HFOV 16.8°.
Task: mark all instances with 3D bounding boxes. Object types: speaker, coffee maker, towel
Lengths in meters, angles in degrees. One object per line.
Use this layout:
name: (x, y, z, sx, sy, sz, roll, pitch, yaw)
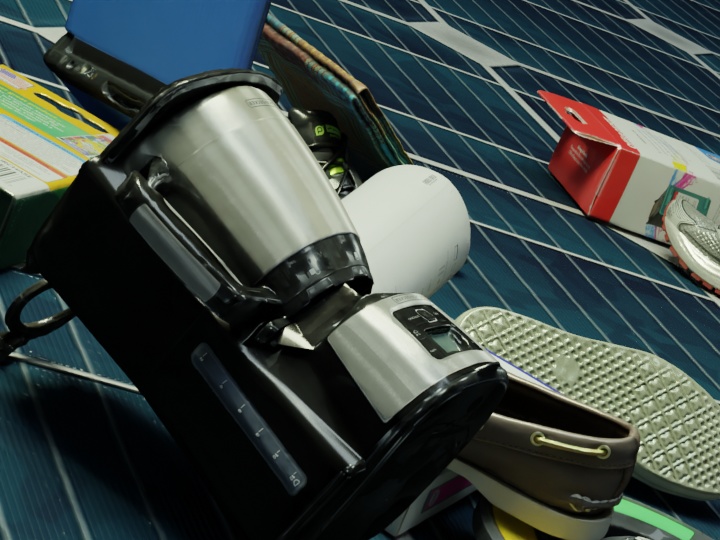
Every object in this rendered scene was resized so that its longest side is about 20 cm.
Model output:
speaker: (0.000, 0.000, 1.412, 0.081, 0.082, 0.200, 27, 23, 10)
coffee maker: (-0.052, 0.038, 1.142, 0.134, 0.192, 0.200, -23, 67, -40)
towel: (-0.008, -0.091, 1.653, 0.146, 0.022, 0.200, 39, -11, 39)

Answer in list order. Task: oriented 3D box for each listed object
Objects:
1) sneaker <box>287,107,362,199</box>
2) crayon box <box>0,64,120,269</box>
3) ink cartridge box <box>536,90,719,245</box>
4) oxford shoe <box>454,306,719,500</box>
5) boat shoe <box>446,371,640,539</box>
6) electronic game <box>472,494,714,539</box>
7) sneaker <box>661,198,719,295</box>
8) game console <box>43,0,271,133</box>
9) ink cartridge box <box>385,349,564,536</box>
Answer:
sneaker: (-0.033, -0.058, 1.580, 0.071, 0.083, 0.199, 6, 27, -50)
crayon box: (-0.210, -0.061, 1.391, 0.125, 0.052, 0.200, 29, 17, 13)
ink cartridge box: (0.237, -0.077, 2.060, 0.199, 0.068, 0.116, 19, 16, -20)
oxford shoe: (0.134, 0.080, 1.434, 0.199, 0.076, 0.058, 23, -29, -10)
boat shoe: (0.044, 0.064, 1.219, 0.199, 0.060, 0.072, 28, 22, 12)
electronic game: (0.148, 0.161, 1.226, 0.199, 0.042, 0.200, 22, 16, -7)
sneaker: (0.332, -0.008, 1.953, 0.199, 0.083, 0.078, 31, 17, 22)
game console: (-0.093, -0.124, 1.482, 0.200, 0.118, 0.171, 30, -16, 49)
ink cartridge box: (0.031, 0.079, 1.297, 0.094, 0.037, 0.200, 30, 24, 20)
